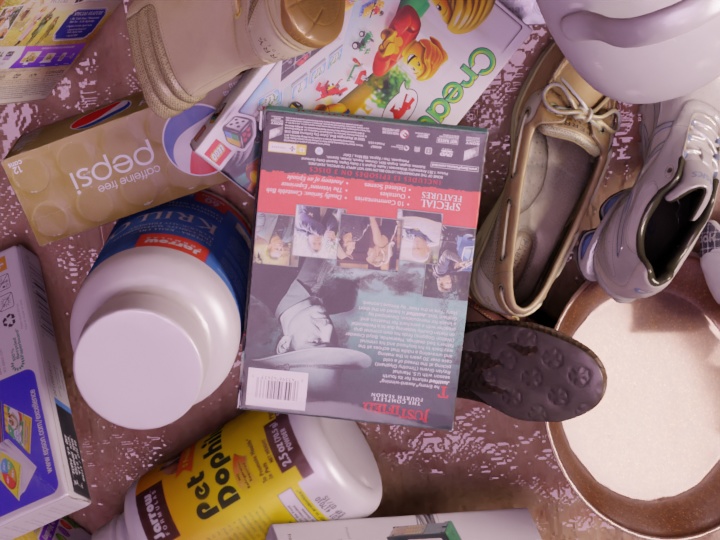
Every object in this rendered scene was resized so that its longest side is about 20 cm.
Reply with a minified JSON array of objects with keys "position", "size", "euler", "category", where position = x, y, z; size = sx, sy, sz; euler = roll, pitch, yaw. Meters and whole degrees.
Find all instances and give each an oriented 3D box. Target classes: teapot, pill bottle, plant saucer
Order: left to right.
[{"position":[-0.130,0.026,1.269],"size":[0.112,0.200,0.113],"euler":[1,111,2],"category":"pill bottle"},{"position":[-0.092,0.170,1.372],"size":[0.200,0.109,0.109],"euler":[-33,106,14],"category":"pill bottle"},{"position":[0.205,0.085,1.323],"size":[0.199,0.037,0.201],"euler":[1,86,-23],"category":"plant saucer"},{"position":[0.195,-0.201,1.158],"size":[0.146,0.197,0.201],"euler":[-16,70,34],"category":"teapot"}]

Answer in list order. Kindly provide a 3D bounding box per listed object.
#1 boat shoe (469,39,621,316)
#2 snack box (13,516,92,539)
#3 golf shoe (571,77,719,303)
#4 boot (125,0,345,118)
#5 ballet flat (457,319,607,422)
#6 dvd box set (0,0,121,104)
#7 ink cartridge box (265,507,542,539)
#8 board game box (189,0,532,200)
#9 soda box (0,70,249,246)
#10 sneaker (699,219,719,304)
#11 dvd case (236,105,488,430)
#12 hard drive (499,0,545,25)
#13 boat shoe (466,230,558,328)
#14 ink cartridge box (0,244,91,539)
[{"position":[0.129,-0.065,1.266],"size":[0.073,0.063,0.201],"euler":[25,86,-18],"category":"boat shoe"},{"position":[-0.204,0.250,1.390],"size":[0.200,0.142,0.053],"euler":[38,108,-11],"category":"snack box"},{"position":[0.217,-0.069,1.253],"size":[0.078,0.097,0.201],"euler":[23,88,-16],"category":"golf shoe"},{"position":[-0.079,-0.206,1.226],"size":[0.155,0.201,0.073],"euler":[-23,148,40],"category":"boot"},{"position":[0.076,0.062,1.280],"size":[0.199,0.046,0.068],"euler":[1,101,33],"category":"ballet flat"},{"position":[-0.190,-0.185,1.217],"size":[0.029,0.146,0.200],"euler":[46,112,10],"category":"dvd box set"},{"position":[0.025,0.247,1.354],"size":[0.199,0.085,0.146],"euler":[-1,135,-22],"category":"ink cartridge box"},{"position":[0.000,-0.119,1.242],"size":[0.126,0.035,0.200],"euler":[37,96,-17],"category":"board game box"},{"position":[-0.136,-0.085,1.301],"size":[0.199,0.064,0.068],"euler":[-19,109,10],"category":"soda box"},{"position":[0.331,-0.021,1.302],"size":[0.199,0.076,0.081],"euler":[-15,80,-1],"category":"sneaker"},{"position":[0.000,0.000,1.234],"size":[0.145,0.022,0.201],"euler":[5,104,0],"category":"dvd case"},{"position":[0.074,-0.259,1.244],"size":[0.131,0.026,0.201],"euler":[-1,110,3],"category":"hard drive"},{"position":[0.079,0.008,1.323],"size":[0.070,0.071,0.200],"euler":[-36,114,23],"category":"boat shoe"},{"position":[-0.297,0.107,1.329],"size":[0.199,0.199,0.043],"euler":[-23,152,11],"category":"ink cartridge box"}]
